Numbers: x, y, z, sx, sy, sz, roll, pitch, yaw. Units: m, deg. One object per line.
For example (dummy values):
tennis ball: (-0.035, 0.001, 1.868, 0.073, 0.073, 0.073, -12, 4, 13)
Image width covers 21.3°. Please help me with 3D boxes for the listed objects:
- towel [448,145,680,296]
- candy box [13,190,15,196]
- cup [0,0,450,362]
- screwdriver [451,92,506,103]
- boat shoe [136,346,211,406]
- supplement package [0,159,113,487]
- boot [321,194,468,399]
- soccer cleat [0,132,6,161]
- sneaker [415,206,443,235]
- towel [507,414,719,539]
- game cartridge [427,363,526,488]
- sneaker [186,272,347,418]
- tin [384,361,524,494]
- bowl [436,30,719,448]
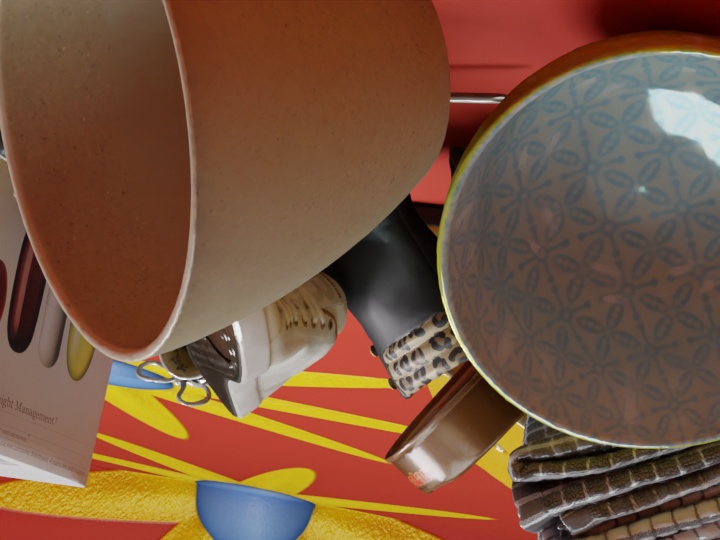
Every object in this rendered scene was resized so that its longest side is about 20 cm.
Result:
towel: (0.142, -0.017, 1.008, 0.200, 0.022, 0.147, 11, -158, -2)
candy box: (-0.124, -0.037, 1.230, 0.115, 0.055, 0.200, 6, 167, 20)
cup: (-0.048, -0.074, 0.783, 0.143, 0.201, 0.200, -11, 178, -28)
screwdriver: (-0.015, -0.086, 0.978, 0.200, 0.029, 0.028, 10, 168, 30)
boat shoe: (-0.112, 0.047, 1.263, 0.074, 0.086, 0.202, 9, 168, 9)
supplement package: (-0.272, 0.027, 1.306, 0.147, 0.200, 0.191, 5, 166, 24)
boot: (0.000, 0.000, 1.089, 0.151, 0.073, 0.200, 56, 155, 1)
soccer cleat: (-0.126, -0.050, 1.065, 0.200, 0.068, 0.073, 37, -168, -18)
sneaker: (0.091, 0.012, 1.197, 0.200, 0.083, 0.072, 5, 166, 26)
towel: (0.174, 0.080, 1.007, 0.200, 0.086, 0.166, -21, -166, 12)
game cartridge: (0.132, 0.125, 1.193, 0.200, 0.032, 0.176, 32, 165, 22)
sneaker: (-0.050, 0.016, 0.997, 0.073, 0.085, 0.200, 54, 170, 9)
tin: (0.092, 0.046, 1.078, 0.042, 0.200, 0.112, 45, 159, -4)
bowl: (0.135, -0.030, 0.881, 0.200, 0.200, 0.108, 12, -151, -3)
